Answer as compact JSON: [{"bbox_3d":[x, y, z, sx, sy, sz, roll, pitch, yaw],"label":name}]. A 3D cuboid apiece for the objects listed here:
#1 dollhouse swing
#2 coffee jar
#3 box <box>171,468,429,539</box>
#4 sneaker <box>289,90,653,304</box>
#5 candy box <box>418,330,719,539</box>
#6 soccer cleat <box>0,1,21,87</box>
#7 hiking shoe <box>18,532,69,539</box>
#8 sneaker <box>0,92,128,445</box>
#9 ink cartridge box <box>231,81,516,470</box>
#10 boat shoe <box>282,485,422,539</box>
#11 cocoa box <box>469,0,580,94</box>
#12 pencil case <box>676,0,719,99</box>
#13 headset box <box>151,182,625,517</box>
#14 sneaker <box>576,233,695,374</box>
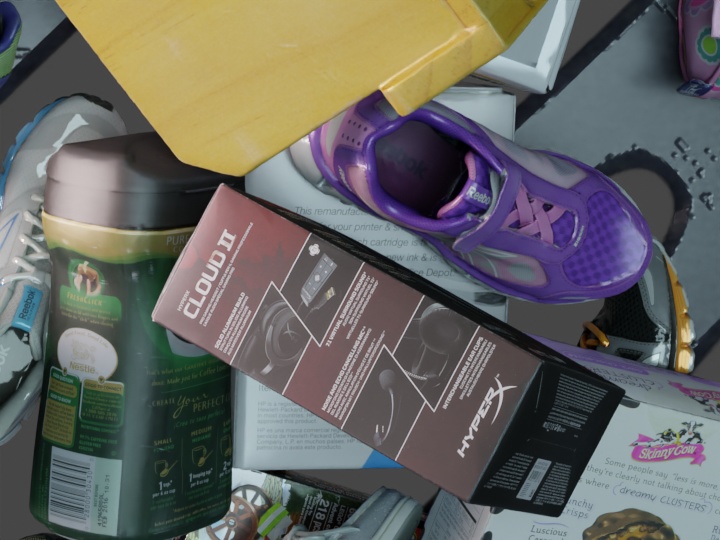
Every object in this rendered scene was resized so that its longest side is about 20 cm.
[{"bbox_3d":[-0.027,-0.176,1.210,0.200,0.176,0.182,52,44,-13],"label":"dollhouse swing"},{"bbox_3d":[-0.111,0.031,1.279,0.104,0.085,0.201,-11,109,-54],"label":"coffee jar"},{"bbox_3d":[-0.052,0.210,1.394,0.136,0.038,0.201,17,94,-14],"label":"box"},{"bbox_3d":[0.062,-0.035,1.272,0.199,0.088,0.081,24,91,-18],"label":"sneaker"},{"bbox_3d":[0.122,0.148,1.336,0.167,0.072,0.201,15,106,-22],"label":"candy box"},{"bbox_3d":[-0.260,-0.125,1.254,0.200,0.065,0.084,10,133,-37],"label":"soccer cleat"},{"bbox_3d":[-0.166,0.188,1.308,0.200,0.076,0.101,29,87,23],"label":"hiking shoe"},{"bbox_3d":[-0.166,0.006,1.317,0.075,0.087,0.201,19,92,-11],"label":"sneaker"},{"bbox_3d":[0.000,0.000,1.350,0.146,0.086,0.201,0,97,-13],"label":"ink cartridge box"},{"bbox_3d":[-0.052,0.180,1.335,0.202,0.074,0.065,-43,81,5],"label":"boat shoe"},{"bbox_3d":[0.011,-0.185,1.302,0.199,0.131,0.134,18,94,-13],"label":"cocoa box"},{"bbox_3d":[0.272,-0.125,1.392,0.199,0.087,0.088,7,97,-14],"label":"pencil case"},{"bbox_3d":[0.008,0.036,1.206,0.200,0.149,0.077,30,93,22],"label":"headset box"},{"bbox_3d":[0.132,0.077,1.396,0.077,0.078,0.201,8,97,-8],"label":"sneaker"}]
